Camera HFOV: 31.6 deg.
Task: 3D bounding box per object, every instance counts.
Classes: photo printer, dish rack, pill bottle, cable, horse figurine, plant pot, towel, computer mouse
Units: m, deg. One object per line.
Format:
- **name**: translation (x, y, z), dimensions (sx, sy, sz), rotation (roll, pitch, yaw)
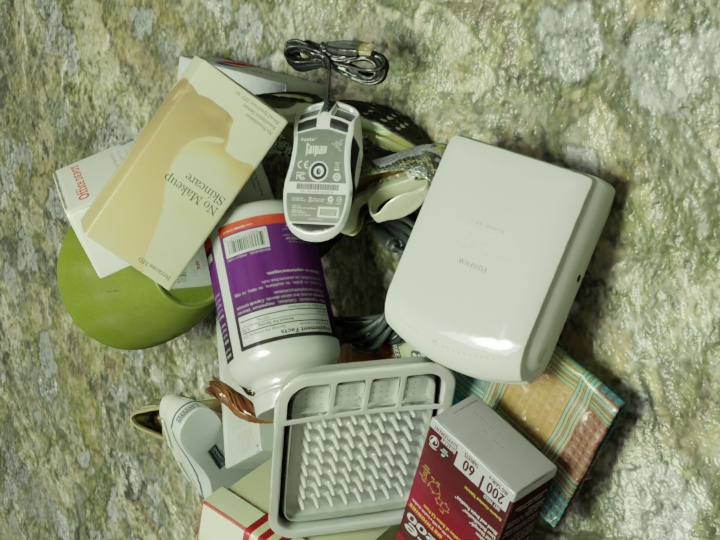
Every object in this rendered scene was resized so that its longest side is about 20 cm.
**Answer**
- **photo printer**: translation (0.117, -0.006, 1.135), dimensions (0.166, 0.069, 0.201), rotation (23, 90, 34)
- **dish rack**: translation (-0.005, 0.161, 1.201), dimensions (0.044, 0.170, 0.201), rotation (-117, 27, -52)
- **pill bottle**: translation (-0.084, 0.039, 1.248), dimensions (0.112, 0.112, 0.202), rotation (-29, 68, 45)
- **cable**: translation (0.000, 0.000, 1.310), dimensions (0.199, 0.051, 0.164), rotation (-2, 67, 41)
- **horse figurine**: translation (-0.061, 0.105, 1.343), dimensions (0.133, 0.199, 0.050), rotation (49, 164, 34)
- **plant pot**: translation (-0.227, -0.001, 1.442), dimensions (0.200, 0.186, 0.189), rotation (-3, 93, 62)
- **towel**: translation (0.138, 0.119, 1.168), dimensions (0.200, 0.022, 0.147), rotation (41, 121, 34)
- **computer mouse**: translation (-0.033, -0.125, 1.233), dimensions (0.109, 0.044, 0.202), rotation (5, 83, 17)

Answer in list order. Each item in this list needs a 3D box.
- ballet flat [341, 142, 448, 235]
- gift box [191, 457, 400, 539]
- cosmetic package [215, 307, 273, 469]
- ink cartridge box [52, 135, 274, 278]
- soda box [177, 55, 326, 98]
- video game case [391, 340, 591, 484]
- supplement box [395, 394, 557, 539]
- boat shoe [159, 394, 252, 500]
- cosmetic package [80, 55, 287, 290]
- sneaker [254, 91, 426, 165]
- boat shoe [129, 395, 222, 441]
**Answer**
- **ballet flat**: translation (0.005, -0.072, 1.256), dimensions (0.199, 0.072, 0.073), rotation (-16, 83, 30)
- **gift box**: translation (-0.065, 0.321, 1.311), dimensions (0.184, 0.186, 0.201), rotation (22, 119, 29)
- **cosmetic package**: translation (-0.119, 0.117, 1.439), dimensions (0.082, 0.050, 0.202), rotation (-33, 56, 51)
- **ink cartridge box**: translation (-0.208, -0.089, 1.331), dimensions (0.147, 0.199, 0.083), rotation (49, 162, 62)
- **soda box**: translation (-0.127, -0.193, 1.434), dimensions (0.199, 0.063, 0.069), rotation (21, 110, 43)
- **video game case**: translation (0.119, 0.123, 1.229), dimensions (0.181, 0.036, 0.202), rotation (-24, 77, 44)
- **supplement box**: translation (0.100, 0.226, 1.176), dimensions (0.109, 0.061, 0.201), rotation (41, 137, 31)
- **boat shoe**: translation (-0.181, 0.220, 1.487), dimensions (0.066, 0.072, 0.201), rotation (28, 154, 43)
- **cosmetic package**: translation (-0.170, -0.094, 1.219), dimensions (0.201, 0.105, 0.071), rotation (-56, 19, 3)
- **sneaker**: translation (-0.026, -0.128, 1.302), dimensions (0.199, 0.077, 0.089), rotation (14, 110, 23)
- **boat shoe**: translation (-0.210, 0.193, 1.561), dimensions (0.199, 0.076, 0.072), rotation (-5, 90, 46)
